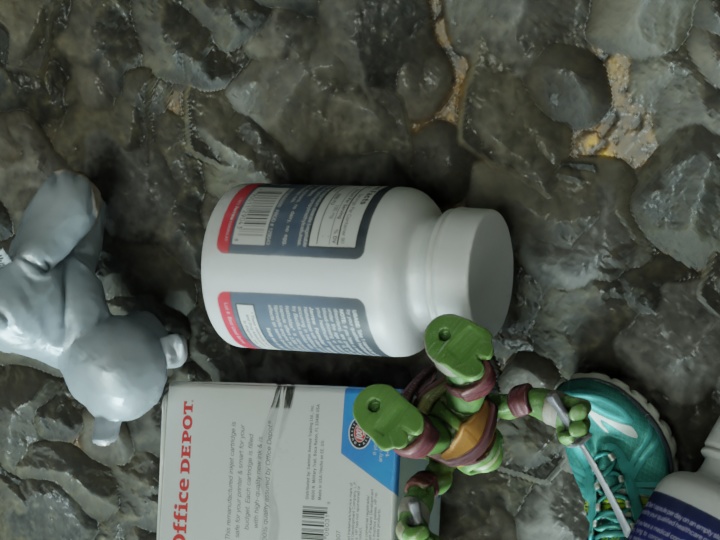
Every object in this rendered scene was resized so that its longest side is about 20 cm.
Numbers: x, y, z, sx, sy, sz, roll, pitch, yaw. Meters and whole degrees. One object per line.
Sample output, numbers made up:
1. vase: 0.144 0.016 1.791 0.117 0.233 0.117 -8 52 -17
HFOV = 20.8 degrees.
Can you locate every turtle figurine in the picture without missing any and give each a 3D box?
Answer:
1. turtle figurine: 0.085 0.126 1.298 0.143 0.194 0.201 -16 61 14

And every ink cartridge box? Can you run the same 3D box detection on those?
1. ink cartridge box: -0.046 0.159 1.464 0.199 0.084 0.147 1 85 27

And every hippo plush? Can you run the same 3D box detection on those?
1. hippo plush: -0.201 0.028 1.469 0.160 0.200 0.160 34 90 -2

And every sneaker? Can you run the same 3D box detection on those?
1. sneaker: 0.188 0.165 1.382 0.077 0.080 0.201 -16 102 30

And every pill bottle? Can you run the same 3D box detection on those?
1. pill bottle: 0.000 0.000 1.381 0.199 0.120 0.120 3 112 25
2. pill bottle: 0.233 0.202 1.307 0.119 0.120 0.201 28 83 13
